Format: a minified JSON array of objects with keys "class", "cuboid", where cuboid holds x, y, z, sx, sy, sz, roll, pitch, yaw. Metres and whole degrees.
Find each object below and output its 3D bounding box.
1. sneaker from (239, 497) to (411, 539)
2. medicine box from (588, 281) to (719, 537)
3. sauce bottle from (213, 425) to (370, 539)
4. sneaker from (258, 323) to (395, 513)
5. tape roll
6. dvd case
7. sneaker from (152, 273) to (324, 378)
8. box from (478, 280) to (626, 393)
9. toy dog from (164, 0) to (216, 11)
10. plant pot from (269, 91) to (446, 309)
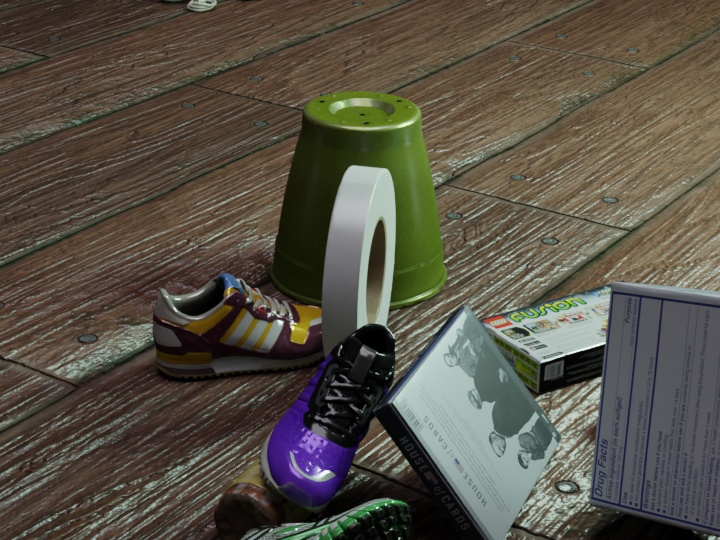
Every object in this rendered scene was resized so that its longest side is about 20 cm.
[{"class":"sneaker","cuboid":[-0.045,0.213,1.211,0.198,0.079,0.085,-15,28,-32]},{"class":"medicine box","cuboid":[0.293,0.111,1.264,0.102,0.185,0.199,4,3,-44]},{"class":"sauce bottle","cuboid":[-0.050,0.168,1.335,0.065,0.067,0.200,12,24,23]},{"class":"sneaker","cuboid":[-0.018,0.105,1.288,0.069,0.100,0.201,31,32,-2]},{"class":"tape roll","cuboid":[0.000,0.000,1.545,0.037,0.205,0.203,5,24,9]},{"class":"dvd case","cuboid":[0.095,0.131,1.346,0.025,0.151,0.200,-32,6,31]},{"class":"sneaker","cuboid":[-0.106,0.046,1.570,0.198,0.091,0.075,-9,26,-22]},{"class":"box","cuboid":[0.225,0.064,1.618,0.198,0.035,0.110,-13,28,-30]},{"class":"toy dog","cuboid":[-0.262,-0.537,2.876,0.131,0.097,0.199,21,30,39]},{"class":"plant pot","cuboid":[0.000,-0.086,1.749,0.198,0.195,0.201,1,23,-1]}]
